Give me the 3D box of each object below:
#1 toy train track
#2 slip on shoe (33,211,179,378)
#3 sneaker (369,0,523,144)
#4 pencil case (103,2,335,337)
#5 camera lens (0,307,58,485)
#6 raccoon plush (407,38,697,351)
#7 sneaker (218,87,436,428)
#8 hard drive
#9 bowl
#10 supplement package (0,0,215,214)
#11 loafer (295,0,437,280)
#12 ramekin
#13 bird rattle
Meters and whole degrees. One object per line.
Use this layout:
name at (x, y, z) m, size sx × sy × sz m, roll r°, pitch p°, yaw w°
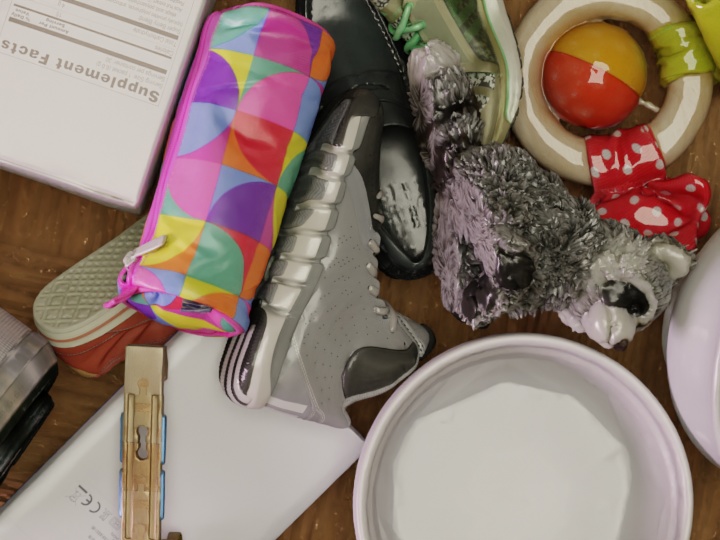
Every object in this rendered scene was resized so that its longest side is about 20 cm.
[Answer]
toy train track at (-0.128, 0.143, 1.689) m, size 0.115 × 0.033 × 0.200 m, roll 2°, pitch 96°, yaw 7°
slip on shoe at (-0.105, -0.001, 1.731) m, size 0.200 × 0.061 × 0.074 m, roll -32°, pitch 45°, yaw -13°
sneaker at (0.041, -0.151, 1.724) m, size 0.089 × 0.077 × 0.200 m, roll -3°, pitch 80°, yaw -22°
pencil case at (-0.079, -0.057, 1.653) m, size 0.088 × 0.088 × 0.200 m, roll 18°, pitch 76°, yaw -2°
camera lens at (-0.290, 0.062, 1.666) m, size 0.200 × 0.160 × 0.160 m, roll 36°, pitch 87°, yaw -1°
raccoon plush at (0.115, -0.048, 1.657) m, size 0.134 × 0.097 × 0.200 m, roll -6°, pitch 84°, yaw -22°
sneaker at (0.000, 0.000, 1.685) m, size 0.115 × 0.075 × 0.200 m, roll 22°, pitch 88°, yaw -19°
hard drive at (-0.112, 0.130, 1.717) m, size 0.200 × 0.025 × 0.132 m, roll -45°, pitch 104°, yaw 3°
bowl at (0.246, 0.038, 1.709) m, size 0.201 × 0.090 × 0.201 m, roll -15°, pitch 112°, yaw -40°
supplement package at (-0.155, -0.146, 1.699) m, size 0.120 × 0.121 × 0.200 m, roll 19°, pitch 88°, yaw -3°
loafer at (0.010, -0.092, 1.730) m, size 0.068 × 0.070 × 0.201 m, roll -17°, pitch 89°, yaw -4°
ramekin at (0.093, 0.138, 1.710) m, size 0.200 × 0.105 × 0.200 m, roll 0°, pitch 88°, yaw -3°
bird rattle at (0.164, -0.102, 1.745) m, size 0.163 × 0.113 × 0.200 m, roll 29°, pitch 100°, yaw 10°
